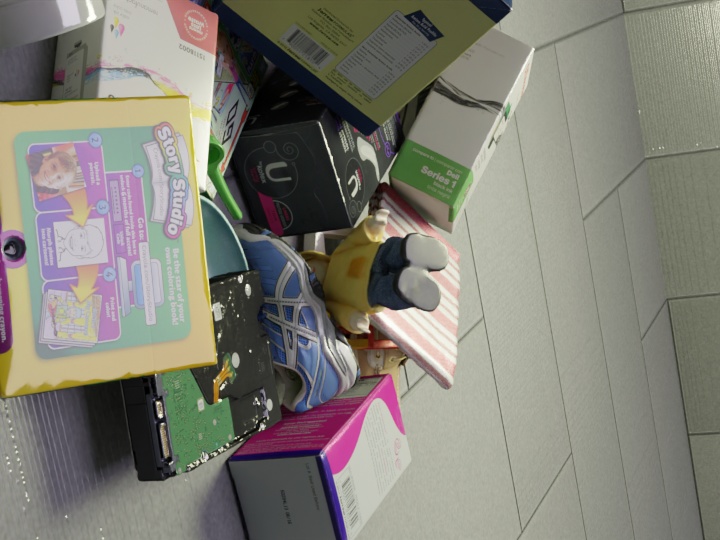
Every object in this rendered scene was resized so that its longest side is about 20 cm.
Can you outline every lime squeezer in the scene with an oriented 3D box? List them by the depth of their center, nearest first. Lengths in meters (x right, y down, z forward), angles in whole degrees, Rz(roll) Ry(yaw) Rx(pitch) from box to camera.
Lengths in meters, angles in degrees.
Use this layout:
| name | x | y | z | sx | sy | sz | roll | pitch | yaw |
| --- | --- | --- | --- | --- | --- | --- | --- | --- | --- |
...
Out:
| name | x | y | z | sx | sy | sz | roll | pitch | yaw |
| --- | --- | --- | --- | --- | --- | --- | --- | --- | --- |
| lime squeezer | -0.143 | -0.124 | 1.243 | 0.071 | 0.038 | 0.200 | -123 | -164 | -69 |

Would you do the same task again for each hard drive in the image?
| name | x | y | z | sx | sy | sz | roll | pitch | yaw |
| --- | --- | --- | --- | --- | --- | --- | --- | --- | --- |
| hard drive | -0.132 | 0.081 | 1.177 | 0.200 | 0.038 | 0.140 | -23 | 105 | -67 |

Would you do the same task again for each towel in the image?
| name | x | y | z | sx | sy | sz | roll | pitch | yaw |
| --- | --- | --- | --- | --- | --- | --- | --- | --- | --- |
| towel | 0.053 | 0.015 | 1.507 | 0.146 | 0.030 | 0.200 | 42 | 36 | -32 |

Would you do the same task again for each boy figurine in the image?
| name | x | y | z | sx | sy | sz | roll | pitch | yaw |
| --- | --- | --- | --- | --- | --- | --- | --- | --- | --- |
| boy figurine | 0.000 | 0.000 | 1.382 | 0.064 | 0.200 | 0.125 | 22 | 76 | -37 |

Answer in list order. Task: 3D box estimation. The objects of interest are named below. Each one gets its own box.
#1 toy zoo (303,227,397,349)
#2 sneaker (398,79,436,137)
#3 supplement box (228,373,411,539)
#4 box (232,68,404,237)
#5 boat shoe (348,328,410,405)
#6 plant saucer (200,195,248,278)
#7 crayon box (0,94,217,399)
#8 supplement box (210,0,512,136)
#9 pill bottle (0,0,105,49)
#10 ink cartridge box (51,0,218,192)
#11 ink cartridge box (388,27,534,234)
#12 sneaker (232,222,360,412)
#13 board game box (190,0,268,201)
| name | x | y | z | sx | sy | sz | roll | pitch | yaw |
| --- | --- | --- | --- | --- | --- | --- | --- | --- | --- |
| toy zoo | 0.003 | 0.020 | 1.535 | 0.200 | 0.020 | 0.132 | 2 | 79 | -42 |
| sneaker | 0.043 | -0.207 | 1.592 | 0.078 | 0.079 | 0.200 | -56 | 162 | -32 |
| supplement box | -0.034 | 0.185 | 1.389 | 0.200 | 0.103 | 0.101 | -40 | 119 | -62 |
| box | -0.042 | -0.135 | 1.448 | 0.200 | 0.106 | 0.122 | -61 | 139 | -55 |
| boat shoe | 0.027 | 0.077 | 1.605 | 0.074 | 0.066 | 0.201 | -15 | 98 | -67 |
| plant saucer | -0.152 | 0.034 | 1.235 | 0.200 | 0.036 | 0.201 | -7 | 90 | -67 |
| crayon box | -0.197 | -0.021 | 1.015 | 0.172 | 0.058 | 0.201 | -7 | 93 | -38 |
| supplement box | 0.006 | -0.274 | 1.321 | 0.200 | 0.200 | 0.134 | 36 | 36 | -22 |
| pill bottle | -0.250 | -0.260 | 0.982 | 0.114 | 0.114 | 0.200 | -50 | 129 | -60 |
| ink cartridge box | -0.180 | -0.125 | 1.130 | 0.116 | 0.067 | 0.200 | 20 | 65 | -44 |
| ink cartridge box | 0.110 | -0.158 | 1.570 | 0.200 | 0.084 | 0.146 | -62 | 173 | -7 |
| sneaker | -0.074 | 0.046 | 1.363 | 0.077 | 0.076 | 0.200 | -37 | 106 | -25 |
| board game box | -0.147 | -0.177 | 1.311 | 0.200 | 0.029 | 0.135 | -74 | 149 | -42 |
